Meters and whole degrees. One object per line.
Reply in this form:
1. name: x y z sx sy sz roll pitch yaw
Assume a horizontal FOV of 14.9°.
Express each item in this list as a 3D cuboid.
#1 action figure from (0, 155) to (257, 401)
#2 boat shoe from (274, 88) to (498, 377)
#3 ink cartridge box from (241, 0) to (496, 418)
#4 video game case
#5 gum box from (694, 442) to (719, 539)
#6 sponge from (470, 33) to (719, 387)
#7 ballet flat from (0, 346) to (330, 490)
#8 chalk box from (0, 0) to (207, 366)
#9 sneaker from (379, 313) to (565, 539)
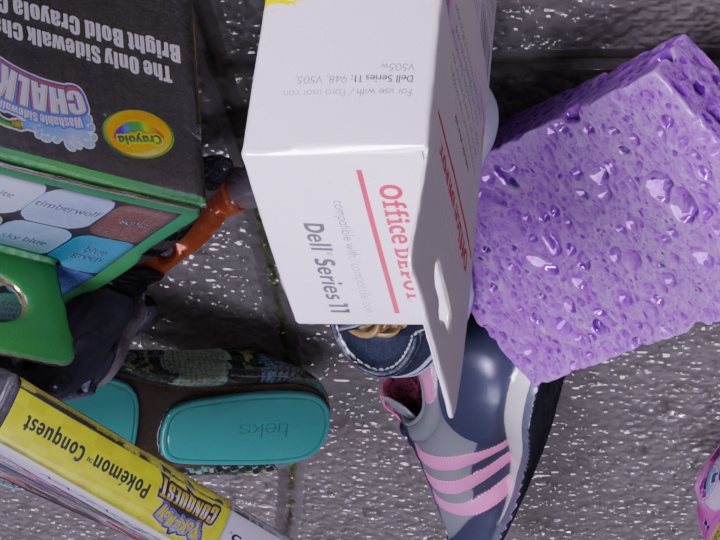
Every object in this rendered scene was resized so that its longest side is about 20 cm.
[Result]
1. action figure: -0.135 -0.011 1.151 0.199 0.105 0.194 15 123 -37
2. boat shoe: 0.000 0.000 1.134 0.071 0.091 0.201 29 146 15
3. ink cartridge box: 0.005 -0.059 0.983 0.067 0.201 0.117 0 148 10
4. video game case: -0.139 0.059 1.044 0.199 0.026 0.181 17 167 42
5. gum box: 0.267 0.107 1.332 0.199 0.066 0.114 9 147 -3
6. sponge: 0.098 -0.019 1.127 0.112 0.030 0.200 48 145 -13
7. ballet flat: -0.112 0.065 1.301 0.199 0.075 0.074 5 153 -31
8. chalk box: -0.140 -0.058 0.993 0.124 0.201 0.124 14 150 -36
9. sneaker: 0.049 0.075 1.337 0.082 0.070 0.200 21 147 9
